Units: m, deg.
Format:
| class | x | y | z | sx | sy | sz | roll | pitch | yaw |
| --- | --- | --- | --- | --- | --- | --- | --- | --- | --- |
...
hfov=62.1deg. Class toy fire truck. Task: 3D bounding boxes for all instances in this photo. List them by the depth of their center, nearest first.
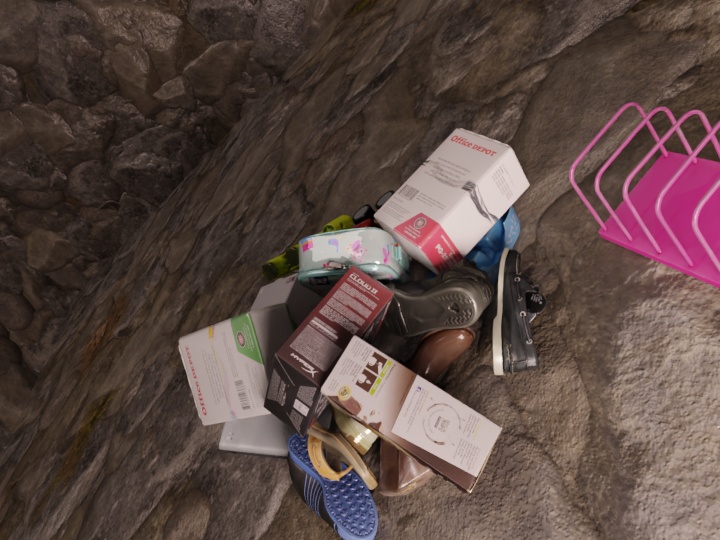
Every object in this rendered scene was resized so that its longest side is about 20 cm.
| class | x | y | z | sx | sy | sz | roll | pitch | yaw |
| --- | --- | --- | --- | --- | --- | --- | --- | --- | --- |
| toy fire truck | 0.054 | -0.033 | 1.073 | 0.174 | 0.129 | 0.202 | -24 | 29 | 39 |

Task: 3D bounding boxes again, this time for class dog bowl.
| class | x | y | z | sx | sy | sz | roll | pitch | yaw |
| --- | --- | --- | --- | --- | --- | --- | --- | --- | --- |
| dog bowl | 0.181 | -0.029 | 0.936 | 0.111 | 0.049 | 0.202 | 6 | 62 | 57 |

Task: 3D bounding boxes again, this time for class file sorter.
| class | x | y | z | sx | sy | sz | roll | pitch | yaw |
| --- | --- | --- | --- | --- | --- | --- | --- | --- | --- |
| file sorter | 0.361 | -0.098 | 0.680 | 0.140 | 0.125 | 0.200 | -49 | 29 | 2 |

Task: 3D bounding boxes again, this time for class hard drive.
| class | x | y | z | sx | sy | sz | roll | pitch | yaw |
| --- | --- | --- | --- | --- | --- | --- | --- | --- | --- |
| hard drive | -0.130 | 0.239 | 0.998 | 0.196 | 0.033 | 0.142 | -1 | 59 | 21 |

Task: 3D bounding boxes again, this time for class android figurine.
| class | x | y | z | sx | sy | sz | roll | pitch | yaw |
| --- | --- | --- | --- | --- | --- | --- | --- | --- | --- |
| android figurine | -0.085 | -0.040 | 1.053 | 0.180 | 0.042 | 0.199 | -29 | 3 | 35 |

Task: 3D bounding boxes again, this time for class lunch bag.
| class | x | y | z | sx | sy | sz | roll | pitch | yaw |
| --- | --- | --- | --- | --- | --- | --- | --- | --- | --- |
| lunch bag | 0.000 | 0.000 | 0.925 | 0.157 | 0.200 | 0.079 | -3 | 75 | 20 |

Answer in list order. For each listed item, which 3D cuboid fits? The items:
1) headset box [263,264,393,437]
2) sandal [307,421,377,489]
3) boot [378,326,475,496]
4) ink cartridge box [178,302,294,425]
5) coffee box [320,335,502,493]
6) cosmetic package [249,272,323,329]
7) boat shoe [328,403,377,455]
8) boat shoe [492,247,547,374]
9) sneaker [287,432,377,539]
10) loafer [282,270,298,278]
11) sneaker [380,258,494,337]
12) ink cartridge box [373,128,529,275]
| class | x | y | z | sx | sy | sz | roll | pitch | yaw |
| --- | --- | --- | --- | --- | --- | --- | --- | --- | --- |
| headset box | -0.038 | 0.102 | 0.812 | 0.200 | 0.074 | 0.150 | -49 | -13 | -37 |
| sandal | -0.048 | 0.251 | 0.822 | 0.198 | 0.081 | 0.054 | 21 | 61 | 46 |
| boot | 0.091 | 0.191 | 0.805 | 0.186 | 0.064 | 0.202 | -42 | 28 | 33 |
| ink cartridge box | -0.182 | 0.147 | 0.923 | 0.198 | 0.148 | 0.087 | -20 | -4 | 39 |
| coffee box | 0.060 | 0.173 | 0.711 | 0.198 | 0.113 | 0.081 | 30 | 75 | 16 |
| cosmetic package | -0.084 | 0.104 | 1.008 | 0.106 | 0.199 | 0.091 | -21 | 39 | 42 |
| boat shoe | -0.013 | 0.190 | 0.886 | 0.063 | 0.073 | 0.200 | -42 | 30 | 1 |
| boat shoe | 0.213 | 0.049 | 0.791 | 0.065 | 0.075 | 0.201 | 0 | 42 | 19 |
| sneaker | -0.041 | 0.320 | 0.852 | 0.069 | 0.079 | 0.200 | -19 | 38 | -27 |
| loafer | -0.092 | -0.002 | 1.252 | 0.197 | 0.074 | 0.071 | 1 | 95 | 45 |
| sneaker | 0.104 | 0.038 | 0.848 | 0.197 | 0.078 | 0.113 | -12 | 10 | 43 |
| ink cartridge box | 0.139 | -0.109 | 0.925 | 0.200 | 0.084 | 0.145 | -46 | 36 | -3 |
